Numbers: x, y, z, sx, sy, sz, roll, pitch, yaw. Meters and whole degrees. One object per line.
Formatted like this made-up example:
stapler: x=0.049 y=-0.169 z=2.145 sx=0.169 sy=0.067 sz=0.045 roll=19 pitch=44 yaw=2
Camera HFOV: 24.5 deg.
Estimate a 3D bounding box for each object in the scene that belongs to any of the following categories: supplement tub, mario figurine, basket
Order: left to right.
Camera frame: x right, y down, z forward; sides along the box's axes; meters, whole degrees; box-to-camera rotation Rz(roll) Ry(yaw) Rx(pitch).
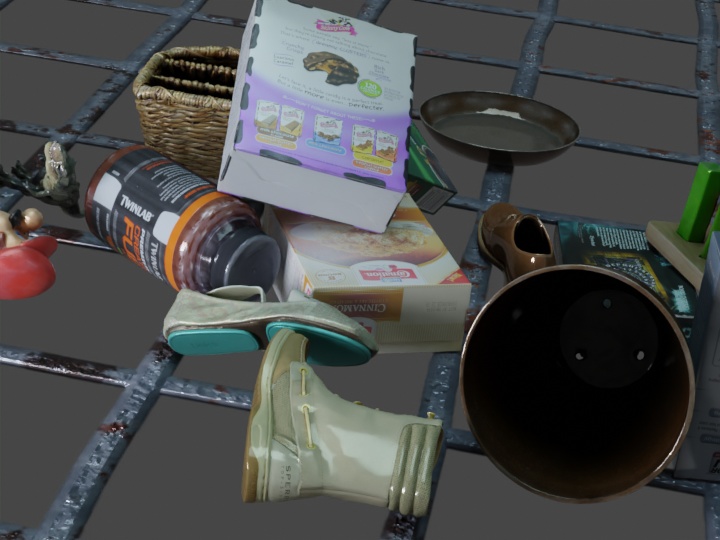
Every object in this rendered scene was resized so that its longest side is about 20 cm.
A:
mario figurine: x=-0.345 y=-0.060 z=1.533 sx=0.200 sy=0.106 sz=0.123 roll=44 pitch=27 yaw=15
supplement tub: x=-0.166 y=-0.038 z=1.573 sx=0.106 sy=0.108 sz=0.199 roll=-19 pitch=36 yaw=-41
basket: x=-0.132 y=-0.191 z=1.794 sx=0.197 sy=0.150 sz=0.144 roll=9 pitch=60 yaw=6

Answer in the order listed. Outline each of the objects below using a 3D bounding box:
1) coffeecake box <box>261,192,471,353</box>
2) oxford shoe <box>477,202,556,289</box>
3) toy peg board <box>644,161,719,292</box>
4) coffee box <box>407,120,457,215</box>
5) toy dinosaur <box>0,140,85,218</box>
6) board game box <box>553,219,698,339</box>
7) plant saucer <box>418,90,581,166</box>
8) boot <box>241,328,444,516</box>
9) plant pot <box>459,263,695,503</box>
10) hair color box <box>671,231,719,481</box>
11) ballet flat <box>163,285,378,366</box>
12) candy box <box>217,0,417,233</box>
coffeecake box: x=0.000 y=0.000 z=1.573 sx=0.152 sy=0.074 sz=0.200 roll=-1 pitch=27 yaw=-17
oxford shoe: x=0.166 y=-0.032 z=1.683 sx=0.070 sy=0.072 sz=0.200 roll=0 pitch=25 yaw=-10
toy peg board: x=0.425 y=-0.026 z=1.660 sx=0.197 sy=0.099 sz=0.200 roll=4 pitch=27 yaw=-24
coffee box: x=0.020 y=-0.129 z=1.727 sx=0.124 sy=0.044 sz=0.199 roll=59 pitch=19 yaw=22
toy dinosaur: x=-0.306 y=-0.083 z=1.615 sx=0.087 sy=0.048 sz=0.200 roll=15 pitch=-11 yaw=3
board game box: x=0.267 y=0.007 z=1.672 sx=0.134 sy=0.028 sz=0.200 roll=7 pitch=25 yaw=0
plant saucer: x=0.167 y=-0.170 z=2.007 sx=0.198 sy=0.032 sz=0.201 roll=5 pitch=27 yaw=-2
boot: x=-0.010 y=0.121 z=1.324 sx=0.153 sy=0.074 sz=0.201 roll=6 pitch=28 yaw=0
plant pot: x=0.194 y=0.075 z=1.378 sx=0.185 sy=0.189 sz=0.200 roll=14 pitch=12 yaw=15
hair color box: x=0.317 y=0.075 z=1.346 sx=0.098 sy=0.202 sz=0.061 roll=7 pitch=27 yaw=1
ballet flat: x=-0.077 y=0.041 z=1.443 sx=0.197 sy=0.068 sz=0.063 roll=4 pitch=56 yaw=15
candy box: x=-0.038 y=-0.152 z=1.579 sx=0.166 sy=0.072 sz=0.202 roll=14 pitch=53 yaw=-11
